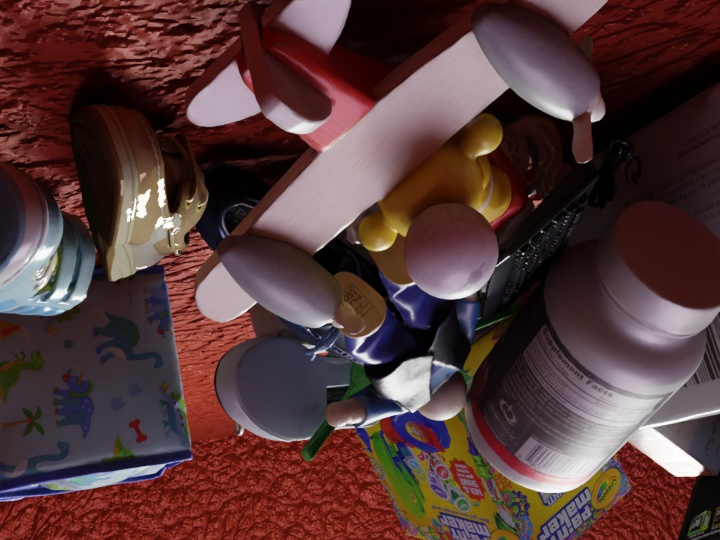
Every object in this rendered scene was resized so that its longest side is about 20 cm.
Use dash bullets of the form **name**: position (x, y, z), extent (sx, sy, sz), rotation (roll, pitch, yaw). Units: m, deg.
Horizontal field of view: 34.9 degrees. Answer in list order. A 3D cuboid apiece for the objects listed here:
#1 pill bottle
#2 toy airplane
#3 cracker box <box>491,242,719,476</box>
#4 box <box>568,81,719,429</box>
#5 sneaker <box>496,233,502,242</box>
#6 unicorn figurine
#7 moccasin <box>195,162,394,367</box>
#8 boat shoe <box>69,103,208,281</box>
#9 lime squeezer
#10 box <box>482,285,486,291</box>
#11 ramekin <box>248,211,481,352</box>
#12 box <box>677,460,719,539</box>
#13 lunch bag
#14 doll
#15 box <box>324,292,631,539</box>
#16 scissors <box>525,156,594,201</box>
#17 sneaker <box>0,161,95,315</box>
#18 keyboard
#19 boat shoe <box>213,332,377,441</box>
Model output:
- **pill bottle**: position (0.153, 0.051, 0.742), extent (0.110, 0.111, 0.201), rotation (-5, 145, -27)
- **toy airplane**: position (0.017, -0.052, 0.540), extent (0.197, 0.142, 0.201), rotation (-18, 154, -19)
- **cracker box**: position (0.218, 0.052, 0.900), extent (0.199, 0.135, 0.058), rotation (36, 159, -11)
- **box**: position (0.276, -0.014, 0.794), extent (0.170, 0.202, 0.199), rotation (-9, 169, -28)
- **sneaker**: position (0.173, -0.001, 0.967), extent (0.198, 0.107, 0.075), rotation (-16, 180, 3)
- **unicorn figurine**: position (0.046, -0.046, 0.739), extent (0.199, 0.074, 0.138), rotation (-34, 139, -17)
- **moccasin**: position (-0.034, 0.013, 0.744), extent (0.199, 0.081, 0.068), rotation (35, -174, -28)
- **boat shoe**: position (-0.121, -0.048, 0.642), extent (0.066, 0.075, 0.200), rotation (-19, 174, -15)
- **lime squeezer**: position (0.028, 0.077, 0.853), extent (0.199, 0.038, 0.070), rotation (-33, -146, -19)
- **box**: position (0.052, 0.003, 1.094), extent (0.198, 0.042, 0.156), rotation (-6, 170, -16)
- **ramekin**: position (0.000, 0.000, 0.894), extent (0.198, 0.099, 0.201), rotation (-10, 169, -2)
- **box**: position (0.338, 0.123, 0.847), extent (0.200, 0.047, 0.194), rotation (-39, -166, 48)
- **lunch bag**: position (-0.254, 0.095, 0.935), extent (0.198, 0.172, 0.127), rotation (-4, 164, -30)
- **doll**: position (0.029, 0.049, 0.725), extent (0.137, 0.048, 0.200), rotation (-47, 151, -7)
- **box**: position (0.096, 0.131, 0.995), extent (0.121, 0.194, 0.199), rotation (-33, -167, -28)
- **scissors**: position (0.131, -0.059, 0.947), extent (0.072, 0.014, 0.200), rotation (-15, 173, -19)
- **sneaker**: position (-0.197, -0.017, 0.684), extent (0.130, 0.081, 0.199), rotation (2, 172, -42)
- **keyboard**: position (0.120, -0.027, 0.687), extent (0.127, 0.021, 0.200), rotation (-47, 170, -5)
- **boat shoe**: position (-0.062, 0.085, 0.850), extent (0.085, 0.076, 0.201), rotation (-2, 175, 30)
